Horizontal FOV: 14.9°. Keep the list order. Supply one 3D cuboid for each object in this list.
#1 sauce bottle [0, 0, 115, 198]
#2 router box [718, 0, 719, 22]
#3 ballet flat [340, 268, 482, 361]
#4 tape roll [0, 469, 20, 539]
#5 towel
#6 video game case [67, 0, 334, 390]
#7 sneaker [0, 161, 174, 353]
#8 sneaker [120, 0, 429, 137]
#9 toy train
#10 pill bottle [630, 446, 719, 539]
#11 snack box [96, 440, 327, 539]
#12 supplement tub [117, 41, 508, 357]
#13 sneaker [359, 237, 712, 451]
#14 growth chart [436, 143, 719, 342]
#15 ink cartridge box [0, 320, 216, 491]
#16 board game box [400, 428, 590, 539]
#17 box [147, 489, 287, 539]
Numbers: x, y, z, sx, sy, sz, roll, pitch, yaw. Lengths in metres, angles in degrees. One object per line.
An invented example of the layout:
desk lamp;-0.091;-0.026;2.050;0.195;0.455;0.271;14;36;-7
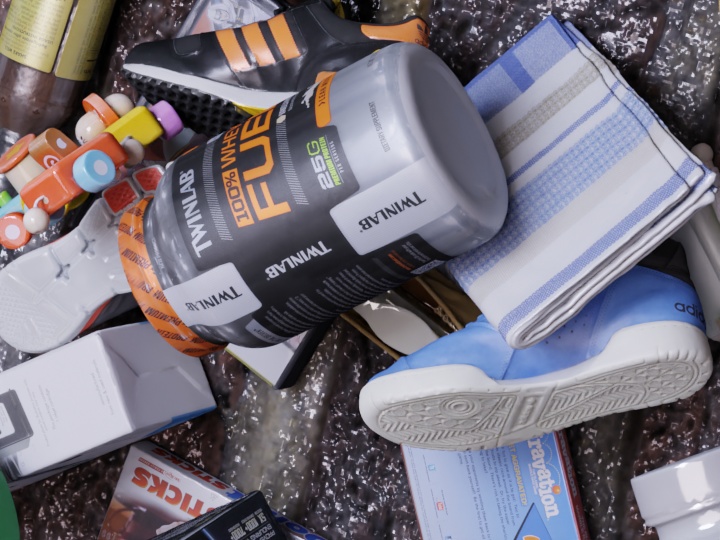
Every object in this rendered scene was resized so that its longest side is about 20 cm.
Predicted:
sauce bottle;-0.198;-0.139;1.737;0.065;0.065;0.200;26;103;21
router box;0.298;-0.162;1.515;0.200;0.052;0.157;-4;92;25
ballet flat;0.000;0.000;1.630;0.200;0.063;0.069;35;112;13
tape roll;-0.287;0.186;1.642;0.200;0.048;0.201;-15;67;39
towel;0.103;-0.053;1.555;0.147;0.024;0.200;-40;40;5
video game case;-0.066;-0.058;1.703;0.181;0.025;0.200;37;107;18
sneaker;-0.133;-0.017;1.676;0.200;0.082;0.077;-23;90;22
sneaker;-0.047;-0.125;1.651;0.200;0.070;0.090;11;69;30
toy train;-0.191;-0.056;1.648;0.056;0.150;0.200;55;140;-5
pill bottle;0.223;0.198;1.540;0.111;0.111;0.200;-22;84;24
snack box;-0.070;0.183;1.720;0.200;0.024;0.072;27;106;21
supplement tub;-0.029;-0.034;1.538;0.200;0.123;0.123;-27;82;21
sneaker;0.095;0.030;1.565;0.200;0.077;0.111;-14;54;12
growth chart;0.139;0.002;1.618;0.200;0.018;0.145;-19;85;24
ink cartridge box;-0.206;0.096;1.728;0.200;0.116;0.067;-23;85;25
board game box;0.088;0.168;1.643;0.103;0.019;0.200;-11;93;27
box;-0.153;0.227;1.664;0.200;0.164;0.086;-27;90;33
